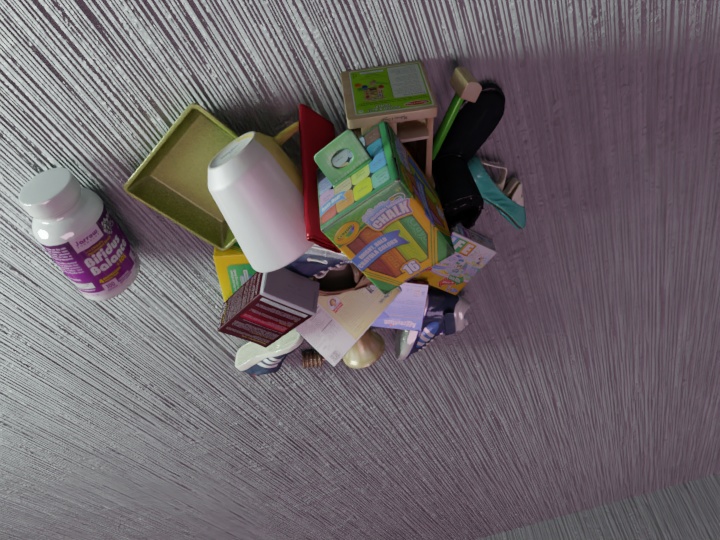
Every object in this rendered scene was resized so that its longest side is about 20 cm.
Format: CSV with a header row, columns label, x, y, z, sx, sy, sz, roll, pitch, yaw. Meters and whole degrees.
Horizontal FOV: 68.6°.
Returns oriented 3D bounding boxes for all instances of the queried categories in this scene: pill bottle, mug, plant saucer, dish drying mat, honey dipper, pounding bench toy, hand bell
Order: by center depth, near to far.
label,x,y,z,sx,sy,sz,roll,pitch,yaw
dish drying mat,-0.057,-0.130,0.747,0.018,0.208,0.076,-19,156,34
mug,-0.135,-0.119,0.766,0.145,0.190,0.155,-18,125,28
pounding bench toy,0.076,-0.200,0.779,0.191,0.127,0.159,-8,137,-1
plant saucer,-0.235,-0.148,0.835,0.198,0.049,0.198,-36,131,25
pill bottle,-0.446,-0.056,0.846,0.108,0.115,0.204,-11,137,3
hand bell,-0.023,0.097,1.116,0.100,0.106,0.205,-16,123,8
honey dipper,-0.041,0.199,1.237,0.191,0.039,0.039,-7,138,-7

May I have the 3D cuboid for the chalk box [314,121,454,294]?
label,x,y,z,sx,sy,sz,roll,pitch,yaw
chalk box,0.020,-0.092,0.696,0.122,0.127,0.199,-29,134,21

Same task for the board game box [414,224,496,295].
label,x,y,z,sx,sy,sz,roll,pitch,yaw
board game box,0.150,-0.034,1.028,0.194,0.035,0.135,20,129,-27

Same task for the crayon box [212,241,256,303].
label,x,y,z,sx,sy,sz,roll,pitch,yaw
crayon box,-0.180,0.021,1.012,0.165,0.060,0.204,-3,136,-5

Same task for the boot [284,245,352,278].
label,x,y,z,sx,sy,sz,roll,pitch,yaw
boot,-0.055,-0.029,0.901,0.192,0.074,0.093,12,126,-1

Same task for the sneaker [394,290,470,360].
label,x,y,z,sx,sy,sz,roll,pitch,yaw
sneaker,0.166,0.131,1.167,0.141,0.082,0.205,9,128,-13

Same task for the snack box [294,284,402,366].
label,x,y,z,sx,sy,sz,roll,pitch,yaw
snack box,-0.026,0.069,1.015,0.116,0.037,0.201,42,94,-10

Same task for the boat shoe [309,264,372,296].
label,x,y,z,sx,sy,sz,roll,pitch,yaw
boat shoe,0.000,0.000,0.949,0.194,0.072,0.078,-24,96,1

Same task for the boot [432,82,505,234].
label,x,y,z,sx,sy,sz,roll,pitch,yaw
boot,0.163,-0.158,0.804,0.075,0.172,0.200,23,129,-33

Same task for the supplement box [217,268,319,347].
label,x,y,z,sx,sy,sz,roll,pitch,yaw
supplement box,-0.166,0.067,0.938,0.106,0.063,0.198,24,143,-28

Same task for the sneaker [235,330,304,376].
label,x,y,z,sx,sy,sz,roll,pitch,yaw
sneaker,-0.185,0.180,1.167,0.195,0.077,0.084,-24,134,29

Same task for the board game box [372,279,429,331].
label,x,y,z,sx,sy,sz,roll,pitch,yaw
board game box,0.035,0.062,1.058,0.191,0.020,0.107,6,111,-3

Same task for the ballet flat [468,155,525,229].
label,x,y,z,sx,sy,sz,roll,pitch,yaw
ballet flat,0.243,-0.138,0.919,0.196,0.068,0.071,26,113,-34
